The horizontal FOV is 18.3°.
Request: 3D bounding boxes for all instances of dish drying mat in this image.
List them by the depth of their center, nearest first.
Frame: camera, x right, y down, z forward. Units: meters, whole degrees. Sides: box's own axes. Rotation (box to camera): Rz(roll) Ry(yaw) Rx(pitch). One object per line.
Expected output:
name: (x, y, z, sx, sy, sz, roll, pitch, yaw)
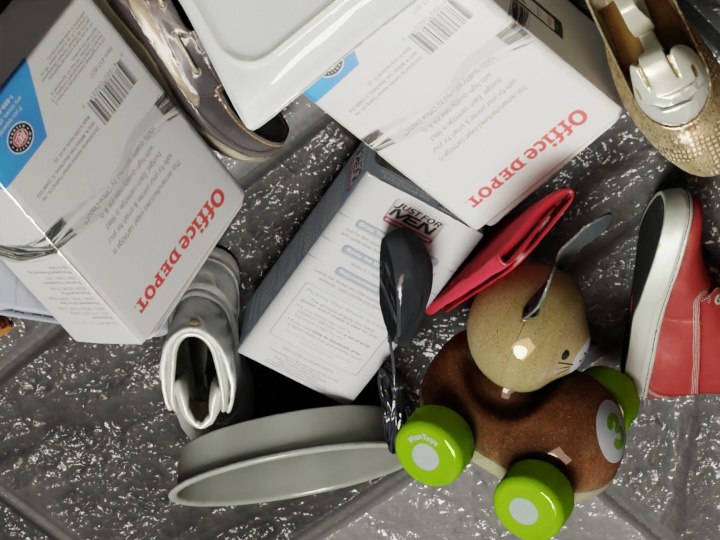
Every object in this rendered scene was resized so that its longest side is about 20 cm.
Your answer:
dish drying mat: (0.095, -0.011, 1.572, 0.018, 0.077, 0.200, 41, 164, -2)

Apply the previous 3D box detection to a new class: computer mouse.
computer mouse: (0.034, 0.053, 1.612, 0.034, 0.059, 0.201, -8, 132, -11)

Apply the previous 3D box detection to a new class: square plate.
square plate: (-0.055, -0.226, 1.442, 0.198, 0.028, 0.201, -36, 77, 27)

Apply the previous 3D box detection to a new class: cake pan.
cake pan: (-0.054, 0.144, 1.741, 0.199, 0.037, 0.200, -10, 166, -3)

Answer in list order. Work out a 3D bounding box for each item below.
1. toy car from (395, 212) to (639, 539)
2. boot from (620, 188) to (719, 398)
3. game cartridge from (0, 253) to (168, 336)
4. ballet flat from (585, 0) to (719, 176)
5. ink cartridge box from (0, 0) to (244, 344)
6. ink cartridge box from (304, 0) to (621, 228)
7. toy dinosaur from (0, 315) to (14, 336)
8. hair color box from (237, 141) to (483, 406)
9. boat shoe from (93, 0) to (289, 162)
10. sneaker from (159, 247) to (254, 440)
toy car: (0.134, 0.056, 1.590, 0.157, 0.164, 0.201, 28, 128, 13)
boot: (0.272, 0.021, 1.647, 0.143, 0.073, 0.201, 5, 137, 4)
game cartridge: (-0.210, -0.029, 1.592, 0.041, 0.134, 0.199, -11, 166, 38)
ballet flat: (0.184, -0.152, 1.456, 0.070, 0.065, 0.201, -30, 82, 17)
ink cartridge box: (-0.191, -0.067, 1.518, 0.084, 0.146, 0.200, -1, 136, 45)
ink cartridge box: (0.060, -0.145, 1.521, 0.200, 0.085, 0.146, 37, 124, -21)
toy dinosaur: (-0.297, 0.007, 1.639, 0.105, 0.182, 0.200, 34, 126, -19)
hair color box: (0.000, 0.000, 1.646, 0.099, 0.061, 0.200, 27, 127, -14)
boat shoe: (-0.113, -0.155, 1.554, 0.073, 0.075, 0.200, -31, 120, 28)
sneaker: (-0.124, 0.094, 1.728, 0.073, 0.116, 0.201, 1, 130, 5)
